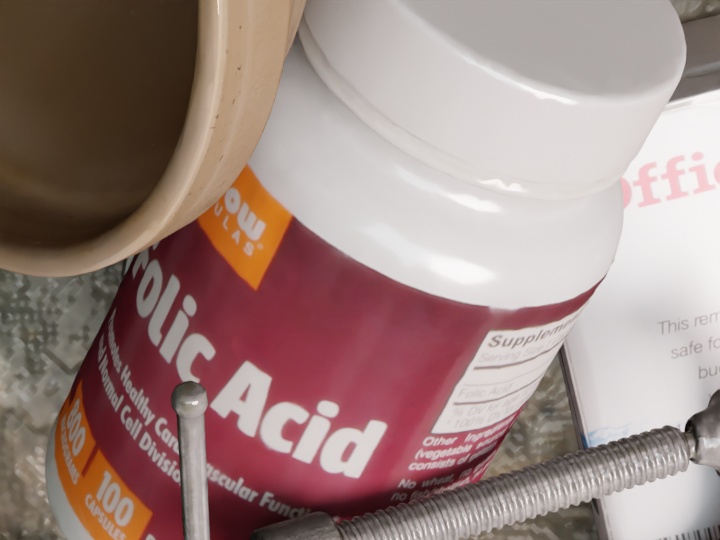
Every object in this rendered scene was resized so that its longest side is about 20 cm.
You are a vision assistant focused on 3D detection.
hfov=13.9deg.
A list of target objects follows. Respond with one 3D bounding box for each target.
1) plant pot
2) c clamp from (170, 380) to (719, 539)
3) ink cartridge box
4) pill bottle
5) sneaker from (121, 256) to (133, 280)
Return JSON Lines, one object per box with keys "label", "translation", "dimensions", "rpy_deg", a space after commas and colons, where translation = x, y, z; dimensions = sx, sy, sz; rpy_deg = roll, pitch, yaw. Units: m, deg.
{"label": "plant pot", "translation": [-0.071, -0.108, 0.711], "dimensions": [0.092, 0.200, 0.202], "rpy_deg": [-28, 113, -37]}
{"label": "c clamp", "translation": [0.039, 0.076, 0.778], "dimensions": [0.199, 0.027, 0.171], "rpy_deg": [-11, 138, -21]}
{"label": "ink cartridge box", "translation": [0.133, 0.026, 0.878], "dimensions": [0.147, 0.086, 0.201], "rpy_deg": [-13, 108, 2]}
{"label": "pill bottle", "translation": [0.000, 0.000, 0.783], "dimensions": [0.114, 0.114, 0.201], "rpy_deg": [22, 124, -10]}
{"label": "sneaker", "translation": [-0.003, -0.071, 0.844], "dimensions": [0.084, 0.073, 0.201], "rpy_deg": [25, 104, -6]}
